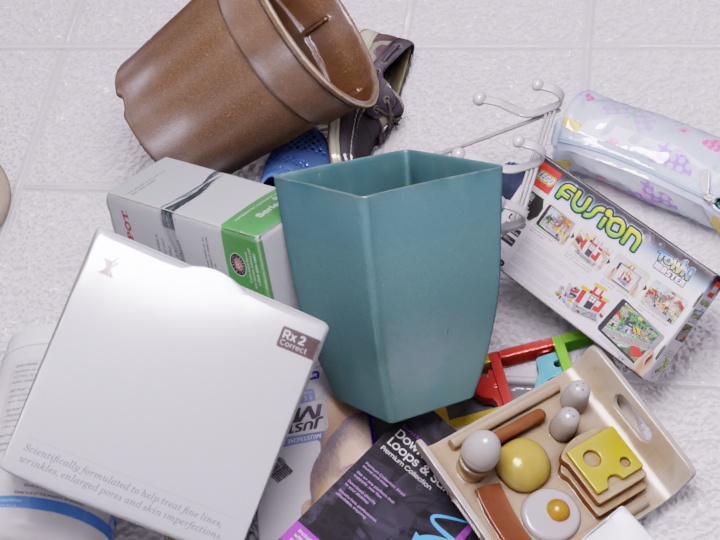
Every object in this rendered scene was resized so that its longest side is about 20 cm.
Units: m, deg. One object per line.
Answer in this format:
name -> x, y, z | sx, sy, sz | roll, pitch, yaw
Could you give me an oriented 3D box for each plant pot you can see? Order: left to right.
plant pot -> -0.119, -0.194, 1.346 | 0.198, 0.200, 0.201 | -31, 52, 22
plant pot -> 0.028, 0.014, 1.159 | 0.141, 0.201, 0.141 | -14, 18, -31

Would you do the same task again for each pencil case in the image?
pencil case -> 0.283, -0.103, 1.320 | 0.199, 0.083, 0.091 | 26, 43, 26

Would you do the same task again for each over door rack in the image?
over door rack -> 0.097, -0.083, 1.279 | 0.066, 0.200, 0.148 | 31, 60, -18

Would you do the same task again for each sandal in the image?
sandal -> -0.074, -0.070, 1.366 | 0.079, 0.087, 0.201 | 2, 55, 14

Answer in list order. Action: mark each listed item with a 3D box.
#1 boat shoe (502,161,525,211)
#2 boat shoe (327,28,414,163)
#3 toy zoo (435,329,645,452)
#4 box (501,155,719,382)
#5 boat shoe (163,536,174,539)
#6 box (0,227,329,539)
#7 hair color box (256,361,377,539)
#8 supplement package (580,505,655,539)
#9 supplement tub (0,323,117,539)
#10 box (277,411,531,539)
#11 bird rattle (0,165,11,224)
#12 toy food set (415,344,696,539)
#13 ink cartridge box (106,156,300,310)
boat shoe -> 0.192, -0.043, 1.306 | 0.084, 0.069, 0.200 | -36, 58, -13
boat shoe -> 0.013, -0.172, 1.427 | 0.064, 0.072, 0.201 | 1, 51, 17
toy zoo -> 0.138, 0.130, 1.230 | 0.199, 0.021, 0.132 | -15, 56, 1
box -> 0.209, -0.004, 1.221 | 0.200, 0.035, 0.110 | 40, 101, 29
boat shoe -> -0.140, 0.214, 1.195 | 0.071, 0.076, 0.201 | 0, 58, 9
box -> -0.157, 0.100, 1.104 | 0.198, 0.131, 0.201 | 23, 79, -6
hair color box -> -0.037, 0.177, 1.209 | 0.109, 0.065, 0.201 | -10, 57, 3
supplement package -> 0.177, 0.313, 1.048 | 0.200, 0.111, 0.156 | -36, 57, -12
supplement tub -> -0.270, 0.163, 1.221 | 0.131, 0.132, 0.201 | -1, 57, 10
box -> 0.040, 0.213, 1.124 | 0.143, 0.036, 0.200 | 39, 52, 13
bird rattle -> -0.444, -0.073, 1.436 | 0.162, 0.113, 0.200 | -22, 57, -24
toy food set -> 0.161, 0.157, 1.136 | 0.199, 0.061, 0.144 | -25, 64, -26
ink cartridge box -> -0.127, -0.009, 1.267 | 0.199, 0.147, 0.083 | 18, 41, 37
